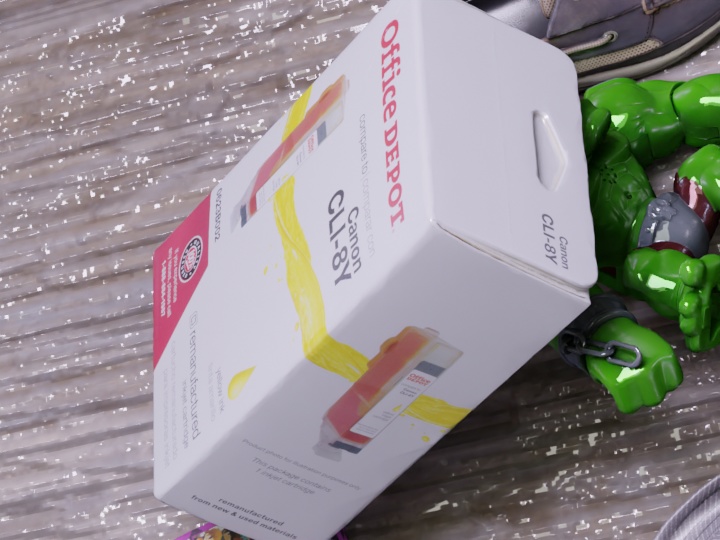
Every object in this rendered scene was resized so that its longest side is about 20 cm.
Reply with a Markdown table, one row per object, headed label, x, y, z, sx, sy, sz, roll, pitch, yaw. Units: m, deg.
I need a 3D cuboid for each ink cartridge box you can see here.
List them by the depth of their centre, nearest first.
| label | x | y | z | sx | sy | sz | roll | pitch | yaw |
| --- | --- | --- | --- | --- | --- | --- | --- | --- | --- |
| ink cartridge box | 0.000 | 0.000 | 1.191 | 0.200 | 0.083 | 0.145 | -44 | 34 | 36 |

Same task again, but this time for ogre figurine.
| label | x | y | z | sx | sy | sz | roll | pitch | yaw |
| --- | --- | --- | --- | --- | --- | --- | --- | --- | --- |
| ogre figurine | 0.119 | -0.023 | 1.221 | 0.120 | 0.098 | 0.200 | 11 | 66 | 33 |

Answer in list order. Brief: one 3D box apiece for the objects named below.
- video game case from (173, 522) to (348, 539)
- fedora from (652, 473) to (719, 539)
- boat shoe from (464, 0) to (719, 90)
| label | x | y | z | sx | sy | sz | roll | pitch | yaw |
| --- | --- | --- | --- | --- | --- | --- | --- | --- | --- |
| video game case | -0.069 | 0.204 | 1.209 | 0.181 | 0.036 | 0.200 | -28 | 47 | 8 |
| fedora | 0.192 | 0.136 | 1.142 | 0.199 | 0.090 | 0.177 | -15 | 67 | 13 |
| boat shoe | 0.096 | -0.121 | 1.280 | 0.200 | 0.073 | 0.075 | -30 | 64 | 7 |
